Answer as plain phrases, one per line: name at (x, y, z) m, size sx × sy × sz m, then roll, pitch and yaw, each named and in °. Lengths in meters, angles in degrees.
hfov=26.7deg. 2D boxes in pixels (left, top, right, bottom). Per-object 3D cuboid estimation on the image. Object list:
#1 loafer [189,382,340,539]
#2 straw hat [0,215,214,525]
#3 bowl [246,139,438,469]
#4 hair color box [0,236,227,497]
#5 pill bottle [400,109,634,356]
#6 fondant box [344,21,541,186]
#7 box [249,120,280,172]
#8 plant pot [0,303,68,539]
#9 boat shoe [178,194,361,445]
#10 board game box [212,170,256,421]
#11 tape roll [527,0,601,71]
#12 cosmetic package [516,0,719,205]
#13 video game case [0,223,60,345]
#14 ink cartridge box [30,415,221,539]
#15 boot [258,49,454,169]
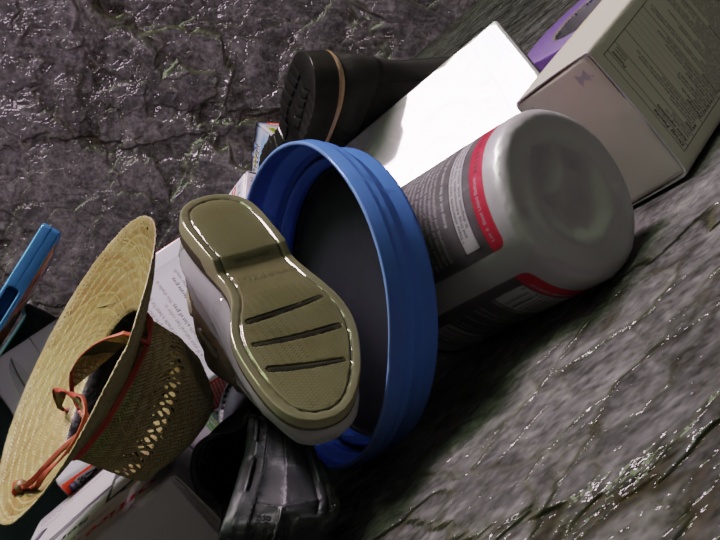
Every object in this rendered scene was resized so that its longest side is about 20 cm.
loafer at (-0.064, 0.108, 0.883) m, size 0.201 × 0.070 × 0.068 m, roll -122°, pitch 47°, yaw -67°
straw hat at (-0.134, 0.075, 0.893) m, size 0.201 × 0.085 × 0.201 m, roll -50°, pitch 23°, yaw 30°
bowl at (-0.016, 0.020, 0.924) m, size 0.039 × 0.201 × 0.201 m, roll -8°, pitch -8°, yaw -28°
hair color box at (-0.159, 0.066, 1.114) m, size 0.200 × 0.111 × 0.064 m, roll -34°, pitch -21°, yaw -12°
pill bottle at (0.063, -0.011, 0.942) m, size 0.200 × 0.111 × 0.111 m, roll -30°, pitch 14°, yaw 47°
fondant box at (0.066, -0.063, 1.096) m, size 0.200 × 0.058 × 0.144 m, roll -40°, pitch 51°, yaw 11°
box at (-0.077, -0.025, 1.359) m, size 0.110 × 0.035 × 0.200 m, roll -137°, pitch 52°, yaw -67°
plant pot at (-0.256, 0.164, 1.221) m, size 0.196 × 0.200 × 0.200 m, roll -51°, pitch 12°, yaw -16°
boat shoe at (-0.054, 0.037, 0.891) m, size 0.075 × 0.068 × 0.200 m, roll -9°, pitch 41°, yaw -19°
board game box at (-0.110, 0.032, 1.287) m, size 0.126 × 0.035 × 0.200 m, roll 136°, pitch 141°, yaw -58°
tape roll at (0.245, -0.227, 1.362) m, size 0.200 × 0.066 × 0.200 m, roll -39°, pitch 10°, yaw 8°
cosmetic package at (0.197, -0.138, 1.021) m, size 0.073 × 0.104 × 0.200 m, roll -33°, pitch 11°, yaw 46°
video game case at (-0.285, 0.065, 1.128) m, size 0.200 × 0.018 × 0.143 m, roll -61°, pitch 9°, yaw -17°
ink cartridge box at (-0.142, 0.176, 0.978) m, size 0.145 × 0.084 × 0.200 m, roll -40°, pitch 9°, yaw 3°
boot at (0.002, -0.089, 1.189) m, size 0.138 × 0.078 × 0.200 m, roll -5°, pitch -32°, yaw -23°
